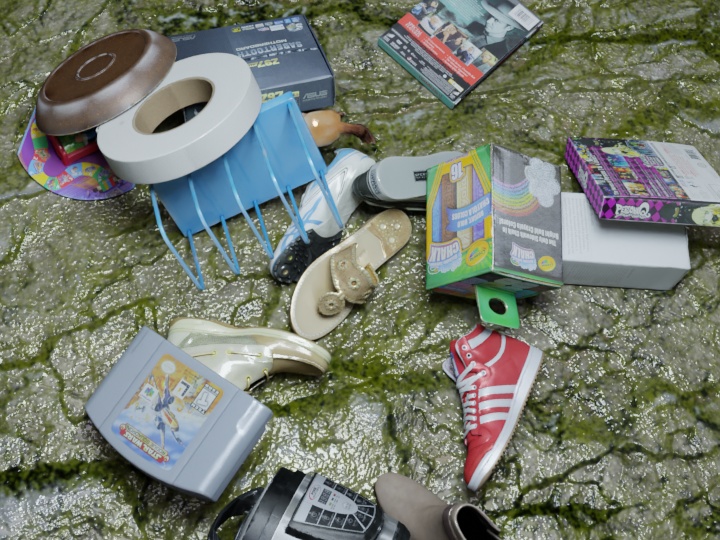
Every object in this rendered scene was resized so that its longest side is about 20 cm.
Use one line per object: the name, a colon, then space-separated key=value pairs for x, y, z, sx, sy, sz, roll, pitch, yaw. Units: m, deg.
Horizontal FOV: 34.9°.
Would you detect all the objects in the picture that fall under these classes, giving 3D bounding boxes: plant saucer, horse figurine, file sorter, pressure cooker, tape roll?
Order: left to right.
plant saucer: x=-0.321 y=-0.241 z=1.413 sx=0.198 sy=0.032 sz=0.201 roll=-17 pitch=37 yaw=13
tape roll: x=-0.211 y=-0.179 z=1.329 sx=0.200 sy=0.037 sz=0.204 roll=-16 pitch=40 yaw=14
file sorter: x=-0.134 y=-0.085 z=1.344 sx=0.198 sy=0.139 sz=0.124 roll=-24 pitch=52 yaw=2
pressure cooker: x=-0.066 y=0.308 z=1.201 sx=0.198 sy=0.176 sz=0.180 roll=25 pitch=68 yaw=6
horse figurine: x=-0.079 y=-0.173 z=1.438 sx=0.197 sy=0.133 sz=0.051 roll=-5 pitch=99 yaw=-2

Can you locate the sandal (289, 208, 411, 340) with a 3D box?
sandal: x=-0.004 y=-0.004 z=1.395 sx=0.078 sy=0.069 sz=0.212 roll=48 pitch=66 yaw=-11

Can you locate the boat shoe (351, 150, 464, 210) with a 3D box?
boat shoe: x=0.078 y=-0.112 z=1.456 sx=0.198 sy=0.063 sz=0.072 roll=1 pitch=80 yaw=-38

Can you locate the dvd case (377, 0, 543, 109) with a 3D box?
dvd case: x=0.141 y=-0.332 z=1.600 sx=0.146 sy=0.022 sz=0.200 roll=42 pitch=69 yaw=12

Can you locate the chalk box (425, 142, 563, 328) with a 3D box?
chalk box: x=0.161 y=-0.031 z=1.381 sx=0.123 sy=0.123 sz=0.203 roll=13 pitch=73 yaw=-35

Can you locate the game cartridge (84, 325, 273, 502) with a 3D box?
game cartridge: x=-0.208 y=0.161 z=1.263 sx=0.199 sy=0.042 sz=0.134 roll=28 pitch=71 yaw=27

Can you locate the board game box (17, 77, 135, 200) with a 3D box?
board game box: x=-0.347 y=-0.189 z=1.462 sx=0.156 sy=0.039 sz=0.202 roll=14 pitch=64 yaw=-1

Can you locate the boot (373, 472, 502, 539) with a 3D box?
boot: x=0.099 y=0.280 z=1.249 sx=0.199 sy=0.147 sz=0.070 roll=40 pitch=69 yaw=12

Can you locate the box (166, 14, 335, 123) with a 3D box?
box: x=-0.146 y=-0.259 z=1.485 sx=0.197 sy=0.051 sz=0.159 roll=-12 pitch=46 yaw=-11

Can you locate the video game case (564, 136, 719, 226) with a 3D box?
video game case: x=0.369 y=-0.116 z=1.462 sx=0.179 sy=0.036 sz=0.201 roll=4 pitch=27 yaw=-6

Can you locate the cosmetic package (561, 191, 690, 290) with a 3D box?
cosmetic package: x=0.311 y=-0.038 z=1.461 sx=0.197 sy=0.074 sz=0.103 roll=5 pitch=65 yaw=-7

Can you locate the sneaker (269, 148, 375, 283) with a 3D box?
sneaker: x=-0.054 y=-0.069 z=1.439 sx=0.072 sy=0.072 sz=0.201 roll=21 pitch=67 yaw=38

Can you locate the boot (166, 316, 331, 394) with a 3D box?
boot: x=-0.140 y=0.143 z=1.322 sx=0.197 sy=0.072 sz=0.157 roll=8 pitch=64 yaw=4

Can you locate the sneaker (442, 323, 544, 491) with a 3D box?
sneaker: x=0.134 y=0.155 z=1.351 sx=0.111 sy=0.071 sz=0.201 roll=28 pitch=58 yaw=1
